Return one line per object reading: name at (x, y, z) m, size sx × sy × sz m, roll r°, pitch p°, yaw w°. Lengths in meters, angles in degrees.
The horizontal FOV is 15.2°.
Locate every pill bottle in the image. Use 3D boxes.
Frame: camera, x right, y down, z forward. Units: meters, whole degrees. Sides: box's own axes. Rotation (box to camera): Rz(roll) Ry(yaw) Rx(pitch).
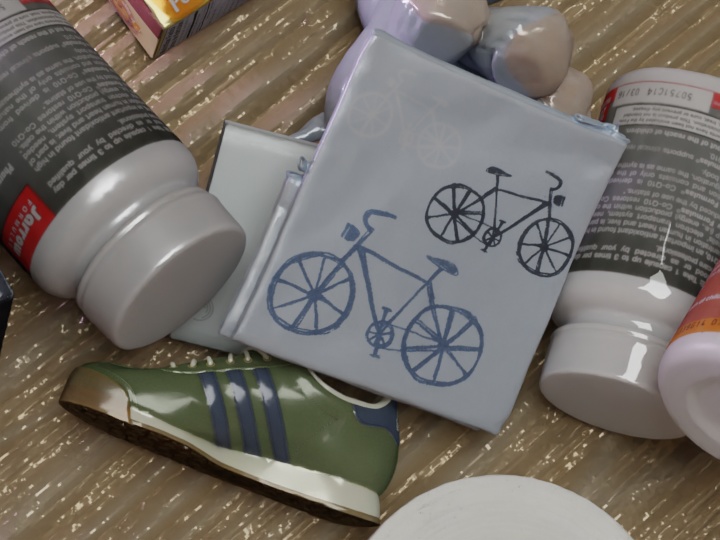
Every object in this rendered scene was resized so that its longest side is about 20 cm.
pill bottle at (-0.166, -0.058, 1.530) m, size 0.114 × 0.114 × 0.200 m, roll -37°, pitch 71°, yaw -19°
pill bottle at (0.257, 0.011, 1.532) m, size 0.112 × 0.112 × 0.200 m, roll 34°, pitch 59°, yaw 0°
pill bottle at (0.177, -0.010, 1.612) m, size 0.114 × 0.114 × 0.200 m, roll 20°, pitch 70°, yaw -5°

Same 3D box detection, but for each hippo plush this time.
hippo plush at (0.054, -0.135, 1.627) m, size 0.159 × 0.200 × 0.161 m, roll 32°, pitch 41°, yaw -24°

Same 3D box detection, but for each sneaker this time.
sneaker at (-0.068, 0.074, 1.558) m, size 0.200 × 0.067 × 0.090 m, roll 23°, pitch 75°, yaw -12°

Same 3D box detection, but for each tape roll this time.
tape roll at (0.078, 0.221, 1.543) m, size 0.202 × 0.071 × 0.203 m, roll 3°, pitch 72°, yaw -11°

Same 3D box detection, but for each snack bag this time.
snack bag at (0.038, -0.022, 1.536) m, size 0.188 × 0.021 × 0.200 m, roll 20°, pitch 97°, yaw -25°

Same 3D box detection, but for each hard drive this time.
hard drive at (0.000, 0.000, 1.590) m, size 0.200 × 0.026 × 0.132 m, roll 14°, pitch 100°, yaw -8°

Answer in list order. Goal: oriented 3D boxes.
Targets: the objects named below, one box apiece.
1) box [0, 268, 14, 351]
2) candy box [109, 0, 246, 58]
box at (-0.288, -0.020, 1.473) m, size 0.117 × 0.200 × 0.197 m, roll -26°, pitch 79°, yaw -18°
candy box at (-0.079, -0.233, 1.659) m, size 0.200 × 0.055 × 0.115 m, roll -34°, pitch 82°, yaw -19°
